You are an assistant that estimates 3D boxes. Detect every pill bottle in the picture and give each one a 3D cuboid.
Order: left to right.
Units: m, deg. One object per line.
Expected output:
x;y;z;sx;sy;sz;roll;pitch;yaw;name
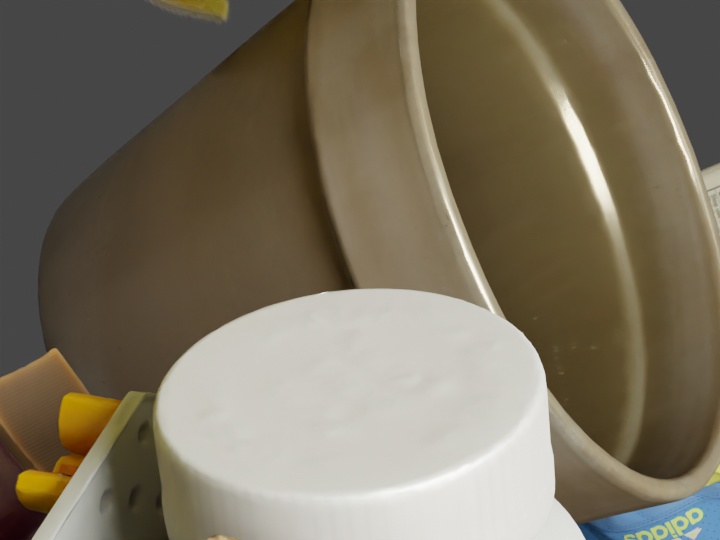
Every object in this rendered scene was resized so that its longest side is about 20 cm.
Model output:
0.007;0.113;0.646;0.110;0.109;0.201;-59;148;-56;pill bottle

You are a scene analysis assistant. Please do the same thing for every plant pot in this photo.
0.000;0.000;0.842;0.200;0.173;0.201;38;41;-43;plant pot

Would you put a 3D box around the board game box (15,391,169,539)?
-0.079;0.164;0.636;0.200;0.026;0.201;-59;147;-41;board game box

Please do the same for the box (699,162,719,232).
0.130;0.015;1.032;0.078;0.199;0.096;-6;76;-61;box

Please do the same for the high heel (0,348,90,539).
-0.142;0.007;0.741;0.200;0.096;0.067;51;43;10;high heel

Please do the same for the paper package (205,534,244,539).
0.019;0.179;0.554;0.190;0.201;0.103;17;16;-33;paper package

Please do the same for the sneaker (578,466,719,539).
0.073;0.065;0.972;0.076;0.199;0.106;-60;159;-56;sneaker
